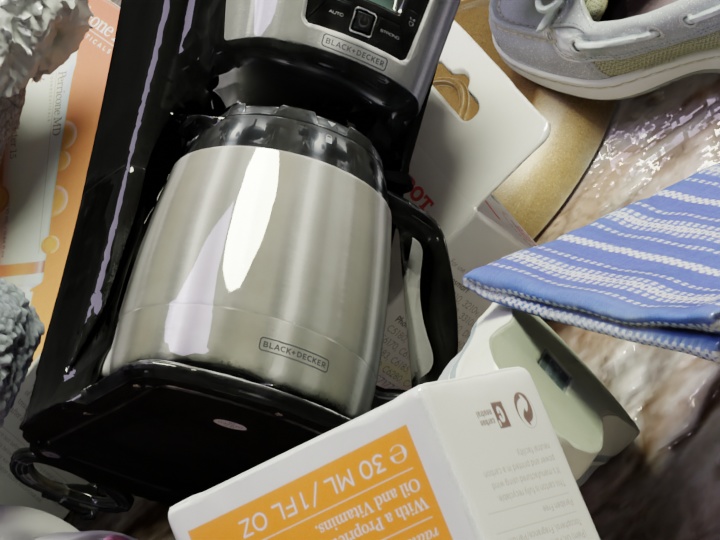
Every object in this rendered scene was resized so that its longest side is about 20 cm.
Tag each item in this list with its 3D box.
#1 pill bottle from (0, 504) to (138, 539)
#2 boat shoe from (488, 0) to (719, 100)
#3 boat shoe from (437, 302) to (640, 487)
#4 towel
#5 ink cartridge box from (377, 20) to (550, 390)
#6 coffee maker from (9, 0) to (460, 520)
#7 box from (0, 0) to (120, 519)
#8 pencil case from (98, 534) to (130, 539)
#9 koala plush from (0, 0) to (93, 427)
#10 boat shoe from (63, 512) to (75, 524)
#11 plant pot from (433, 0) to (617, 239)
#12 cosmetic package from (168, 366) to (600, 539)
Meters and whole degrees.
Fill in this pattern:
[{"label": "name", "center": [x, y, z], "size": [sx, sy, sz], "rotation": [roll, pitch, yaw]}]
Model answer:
[{"label": "pill bottle", "center": [-0.162, 0.157, 1.135], "size": [0.200, 0.120, 0.120], "rotation": [-10, 46, 48]}, {"label": "boat shoe", "center": [0.125, -0.114, 1.120], "size": [0.202, 0.065, 0.074], "rotation": [7, 52, 49]}, {"label": "boat shoe", "center": [0.045, 0.056, 0.957], "size": [0.072, 0.070, 0.201], "rotation": [-43, -5, 9]}, {"label": "towel", "center": [0.151, -0.025, 0.938], "size": [0.200, 0.024, 0.145], "rotation": [-24, 18, -26]}, {"label": "ink cartridge box", "center": [0.000, 0.000, 1.127], "size": [0.200, 0.068, 0.115], "rotation": [-47, 45, 9]}, {"label": "coffee maker", "center": [-0.055, -0.023, 1.042], "size": [0.192, 0.135, 0.200], "rotation": [-7, 62, 39]}, {"label": "box", "center": [-0.133, -0.006, 1.216], "size": [0.124, 0.098, 0.200], "rotation": [34, 80, 30]}, {"label": "pencil case", "center": [-0.130, 0.188, 0.994], "size": [0.200, 0.087, 0.087], "rotation": [-44, 29, 4]}, {"label": "koala plush", "center": [-0.199, -0.054, 1.119], "size": [0.177, 0.184, 0.200], "rotation": [-3, 40, 38]}, {"label": "boat shoe", "center": [-0.128, 0.043, 1.285], "size": [0.063, 0.073, 0.201], "rotation": [2, 56, 42]}, {"label": "plant pot", "center": [0.028, -0.053, 1.233], "size": [0.200, 0.027, 0.200], "rotation": [-34, 32, 25]}, {"label": "cosmetic package", "center": [0.033, 0.140, 0.820], "size": [0.101, 0.200, 0.071], "rotation": [-28, -11, 28]}]
